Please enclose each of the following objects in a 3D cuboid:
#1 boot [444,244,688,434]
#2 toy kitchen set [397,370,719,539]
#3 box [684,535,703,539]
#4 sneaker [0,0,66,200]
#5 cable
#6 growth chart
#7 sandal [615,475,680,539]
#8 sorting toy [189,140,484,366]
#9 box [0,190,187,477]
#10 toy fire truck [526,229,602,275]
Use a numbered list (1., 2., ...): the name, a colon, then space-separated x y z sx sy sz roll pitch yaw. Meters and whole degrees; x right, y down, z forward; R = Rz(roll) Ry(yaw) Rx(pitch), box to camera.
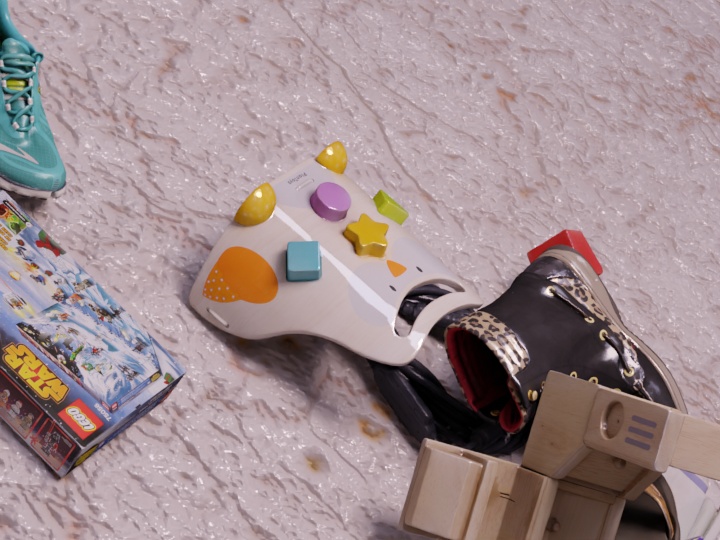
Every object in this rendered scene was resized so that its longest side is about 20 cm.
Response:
1. boot: 0.164 0.090 1.691 0.150 0.073 0.201 -28 86 -41
2. toy kitchen set: 0.146 0.180 1.547 0.163 0.201 0.180 17 -1 -25
3. box: 0.208 0.326 1.470 0.121 0.200 0.193 -17 59 -14
4. sneaker: -0.281 -0.140 1.674 0.077 0.080 0.201 -2 53 -41
5. cable: 0.068 0.066 1.775 0.163 0.051 0.200 -15 61 -48
6. growth chart: 0.240 0.167 1.841 0.200 0.018 0.145 45 37 9
7. sandal: 0.211 0.202 1.699 0.200 0.081 0.055 -95 161 -57
8. sorting toy: 0.000 0.000 1.699 0.180 0.107 0.200 35 40 18
9. box: -0.239 0.043 1.550 0.200 0.040 0.137 44 36 7
10. toy fire truck: 0.177 0.063 1.825 0.141 0.049 0.201 1 62 -54
